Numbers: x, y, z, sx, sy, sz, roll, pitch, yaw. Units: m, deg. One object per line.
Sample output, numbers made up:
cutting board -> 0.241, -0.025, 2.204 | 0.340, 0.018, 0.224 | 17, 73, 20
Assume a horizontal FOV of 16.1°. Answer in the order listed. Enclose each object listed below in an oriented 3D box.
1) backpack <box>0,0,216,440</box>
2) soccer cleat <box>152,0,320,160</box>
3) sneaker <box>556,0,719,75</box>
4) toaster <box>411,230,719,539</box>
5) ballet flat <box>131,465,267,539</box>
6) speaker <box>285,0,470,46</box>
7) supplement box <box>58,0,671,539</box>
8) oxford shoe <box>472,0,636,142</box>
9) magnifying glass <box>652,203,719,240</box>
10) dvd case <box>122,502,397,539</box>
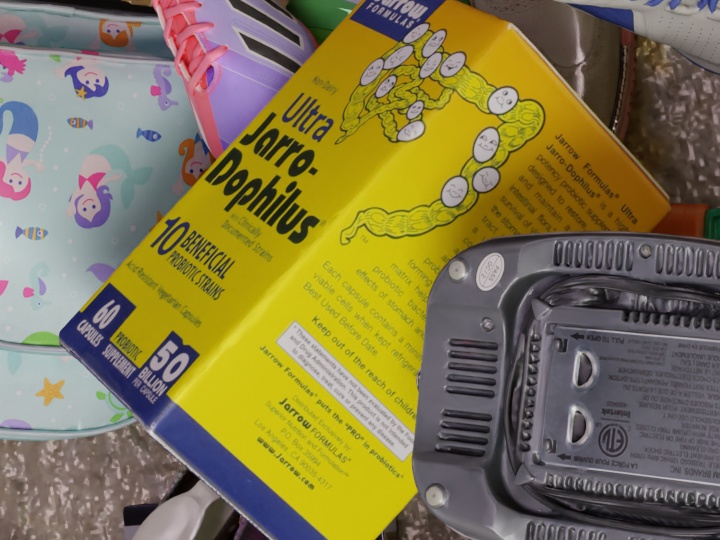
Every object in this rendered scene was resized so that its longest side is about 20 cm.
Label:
backpack -> -0.147, -0.023, 1.150 | 0.151, 0.177, 0.200 | -149, 66, -67
soccer cleat -> -0.067, -0.117, 1.075 | 0.067, 0.076, 0.200 | -39, 48, 30
sneaker -> 0.116, -0.121, 0.985 | 0.199, 0.115, 0.081 | 16, 99, 3
toaster -> 0.125, 0.048, 0.877 | 0.200, 0.129, 0.114 | 3, 88, 33
ballet flat -> -0.093, 0.149, 1.152 | 0.069, 0.071, 0.200 | 39, 108, 28
speaker -> -0.013, -0.031, 1.103 | 0.088, 0.088, 0.200 | 12, 82, 33
supplement box -> 0.000, 0.000, 0.984 | 0.200, 0.110, 0.109 | -48, 30, -5
oxford shoe -> 0.063, -0.137, 1.080 | 0.071, 0.074, 0.200 | -19, 77, 31
magnifying glass -> 0.163, -0.014, 1.044 | 0.200, 0.022, 0.080 | 3, 90, 31
dvd case -> -0.042, 0.203, 1.168 | 0.149, 0.016, 0.200 | -8, 84, 33
